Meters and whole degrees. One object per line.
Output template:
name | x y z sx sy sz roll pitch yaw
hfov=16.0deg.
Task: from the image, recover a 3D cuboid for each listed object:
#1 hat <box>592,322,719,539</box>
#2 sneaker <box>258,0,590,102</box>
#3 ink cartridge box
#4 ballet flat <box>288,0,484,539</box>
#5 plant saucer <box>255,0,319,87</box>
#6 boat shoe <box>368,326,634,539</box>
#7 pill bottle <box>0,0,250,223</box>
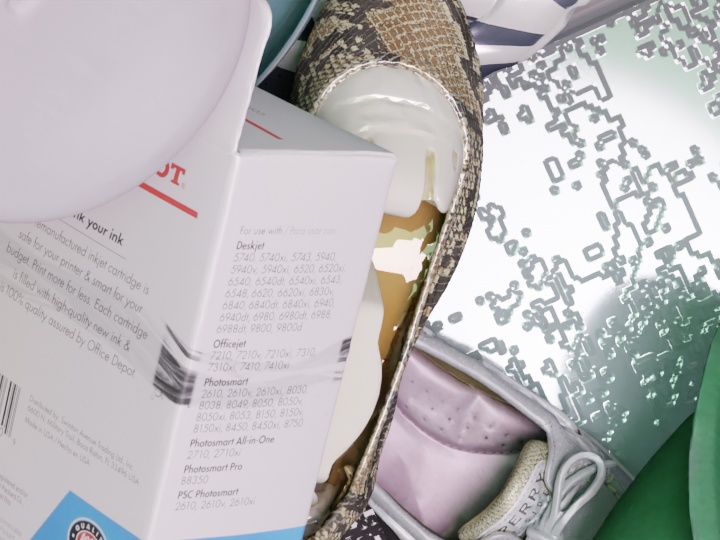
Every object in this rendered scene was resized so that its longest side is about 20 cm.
hat | 0.079 0.125 0.872 0.176 0.200 0.166 -17 134 31
sneaker | 0.016 -0.127 0.875 0.130 0.079 0.199 40 101 -13
ink cartridge box | -0.060 0.001 0.784 0.068 0.116 0.200 -1 111 -43
ballet flat | 0.000 0.000 0.818 0.068 0.075 0.200 13 97 -6
plant saucer | -0.079 -0.140 0.852 0.200 0.027 0.200 4 97 34
boat shoe | 0.031 0.064 0.895 0.202 0.065 0.074 41 91 -5
pill bottle | -0.125 -0.109 0.726 0.109 0.109 0.200 -44 54 0
